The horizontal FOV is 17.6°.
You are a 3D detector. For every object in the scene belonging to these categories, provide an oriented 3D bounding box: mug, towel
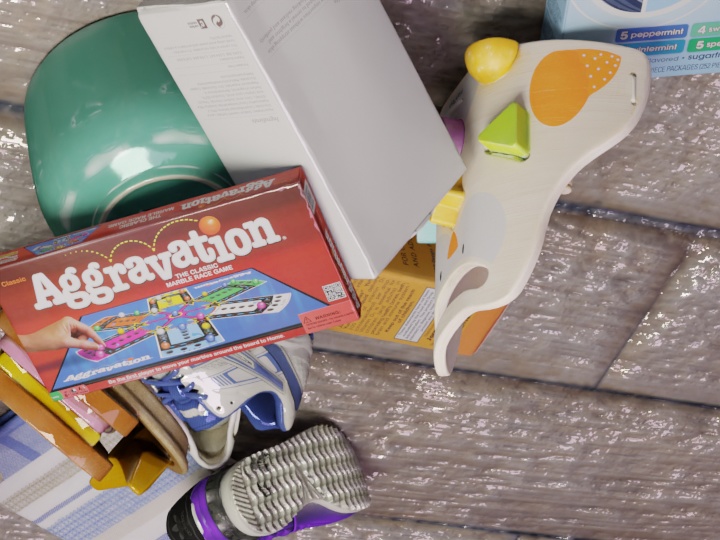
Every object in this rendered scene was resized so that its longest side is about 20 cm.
[{"bbox_3d":[-0.112,-0.073,1.439,0.185,0.115,0.152,-21,138,7],"label":"mug"},{"bbox_3d":[-0.190,0.148,1.723,0.147,0.024,0.200,-35,133,24],"label":"towel"}]

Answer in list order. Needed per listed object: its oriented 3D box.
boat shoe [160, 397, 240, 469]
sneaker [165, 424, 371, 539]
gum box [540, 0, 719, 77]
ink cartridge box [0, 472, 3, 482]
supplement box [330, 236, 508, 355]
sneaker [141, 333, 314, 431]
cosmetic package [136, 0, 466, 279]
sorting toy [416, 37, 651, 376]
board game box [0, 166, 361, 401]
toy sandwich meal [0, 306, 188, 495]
[{"bbox_3d":[-0.112,0.062,1.617,0.071,0.069,0.200,-13,138,0],"label":"boat shoe"},{"bbox_3d":[-0.074,0.167,1.712,0.099,0.070,0.200,-27,168,28],"label":"sneaker"},{"bbox_3d":[0.207,-0.207,1.440,0.169,0.045,0.200,-5,138,-9],"label":"gum box"},{"bbox_3d":[-0.351,0.080,1.554,0.175,0.084,0.200,-15,139,2],"label":"ink cartridge box"},{"bbox_3d":[0.000,0.000,1.587,0.199,0.067,0.069,10,133,-26],"label":"supplement box"},{"bbox_3d":[-0.106,0.054,1.464,0.200,0.088,0.075,13,167,-40],"label":"sneaker"},{"bbox_3d":[-0.031,-0.103,1.375,0.081,0.113,0.200,1,127,43],"label":"cosmetic package"},{"bbox_3d":[0.085,-0.032,1.462,0.107,0.180,0.200,20,148,-11],"label":"sorting toy"},{"bbox_3d":[-0.110,0.010,1.372,0.199,0.019,0.103,-16,122,14],"label":"board game box"},{"bbox_3d":[-0.193,0.085,1.529,0.070,0.205,0.205,-47,138,-12],"label":"toy sandwich meal"}]
